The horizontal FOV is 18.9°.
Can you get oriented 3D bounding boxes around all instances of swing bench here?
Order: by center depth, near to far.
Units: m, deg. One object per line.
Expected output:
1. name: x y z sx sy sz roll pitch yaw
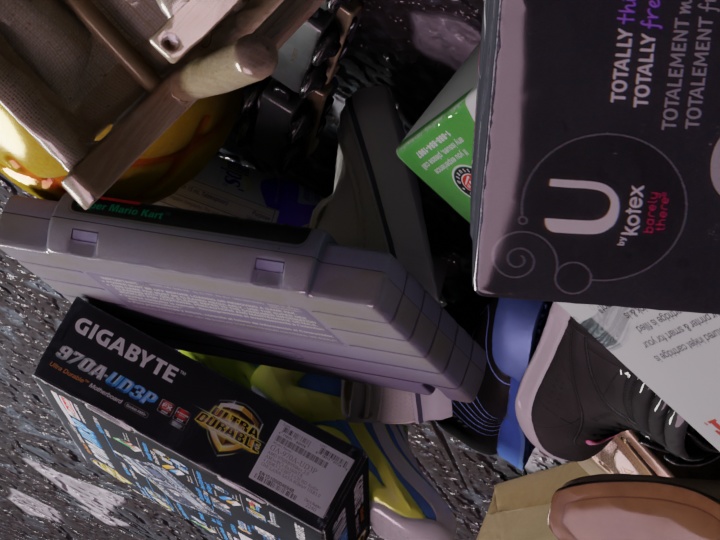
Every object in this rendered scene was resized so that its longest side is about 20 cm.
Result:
1. swing bench: -0.096 -0.153 0.751 0.199 0.130 0.200 47 155 -10

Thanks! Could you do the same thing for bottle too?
1. bottle: -0.055 -0.017 1.115 0.198 0.066 0.084 20 -168 -6

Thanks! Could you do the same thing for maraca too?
1. maraca: -0.117 -0.086 0.974 0.136 0.108 0.200 -15 170 -1

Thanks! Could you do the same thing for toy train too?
1. toy train: -0.021 -0.101 0.913 0.034 0.046 0.200 31 152 5

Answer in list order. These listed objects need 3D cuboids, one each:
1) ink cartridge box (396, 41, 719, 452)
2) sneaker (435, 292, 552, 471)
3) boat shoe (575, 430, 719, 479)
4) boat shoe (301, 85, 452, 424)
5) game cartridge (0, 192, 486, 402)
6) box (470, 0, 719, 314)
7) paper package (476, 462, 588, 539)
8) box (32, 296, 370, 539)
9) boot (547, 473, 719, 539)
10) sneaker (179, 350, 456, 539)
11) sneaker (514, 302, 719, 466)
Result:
1. ink cartridge box: 0.132 -0.026 0.846 0.200 0.083 0.146 42 155 -8
2. sneaker: 0.064 0.044 1.137 0.077 0.070 0.200 25 155 12
3. boat shoe: 0.201 0.123 1.158 0.199 0.072 0.064 31 158 -9
4. boat shoe: 0.000 0.000 1.041 0.069 0.071 0.201 -10 135 0
5. game cartridge: -0.054 0.010 0.980 0.198 0.039 0.130 9 158 27
6. box: 0.135 -0.061 0.652 0.198 0.106 0.123 4 118 0
7. paper package: 0.181 0.205 1.318 0.199 0.104 0.190 31 159 -14
8. box: -0.073 0.095 1.085 0.158 0.046 0.200 28 165 9
9. boot: 0.206 0.120 1.067 0.198 0.146 0.071 21 118 15
10. sneaker: -0.004 0.057 1.164 0.200 0.105 0.076 43 166 4
11. sneaker: 0.133 0.065 1.028 0.099 0.070 0.201 50 158 23
